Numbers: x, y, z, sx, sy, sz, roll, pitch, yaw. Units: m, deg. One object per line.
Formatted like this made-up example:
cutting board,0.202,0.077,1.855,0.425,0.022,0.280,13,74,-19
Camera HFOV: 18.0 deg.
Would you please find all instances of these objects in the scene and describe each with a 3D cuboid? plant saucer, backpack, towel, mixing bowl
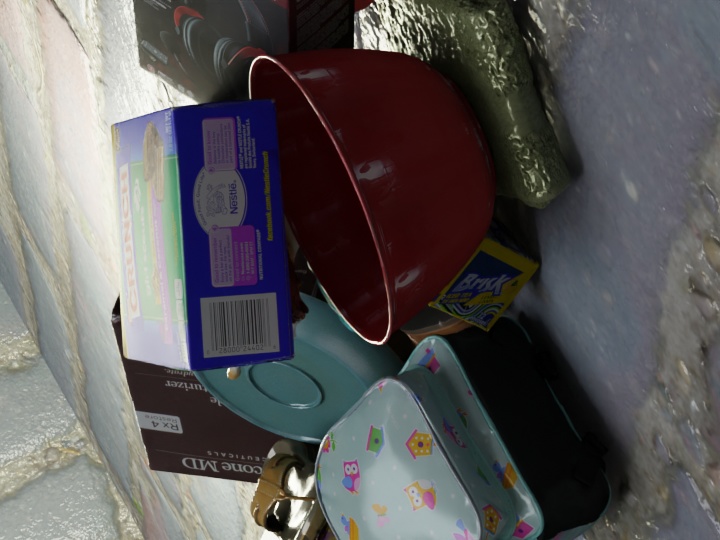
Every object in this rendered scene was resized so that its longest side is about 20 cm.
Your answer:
plant saucer,-0.055,0.080,1.764,0.199,0.028,0.201,16,148,11
backpack,0.057,0.155,1.623,0.176,0.153,0.200,58,140,17
towel,0.069,-0.123,1.484,0.200,0.036,0.149,30,142,66
mixing bowl,0.019,-0.064,1.465,0.201,0.108,0.200,59,165,28

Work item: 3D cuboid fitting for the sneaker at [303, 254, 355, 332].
sneaker,0.000,0.000,1.700,0.200,0.077,0.080,-52,-59,-76

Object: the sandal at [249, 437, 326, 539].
sandal,-0.060,0.171,1.778,0.081,0.054,0.200,-67,16,4

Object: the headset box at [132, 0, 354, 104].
headset box,-0.081,-0.192,1.546,0.148,0.075,0.200,33,149,21

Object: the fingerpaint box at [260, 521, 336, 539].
fingerpaint box,0.040,0.232,1.839,0.199,0.074,0.167,25,172,-14

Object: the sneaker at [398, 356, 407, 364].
sneaker,0.083,0.164,1.793,0.109,0.070,0.200,91,156,-48

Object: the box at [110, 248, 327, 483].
box,-0.097,0.055,1.923,0.201,0.165,0.165,82,-162,-46

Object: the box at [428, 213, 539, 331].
box,0.037,-0.049,1.600,0.070,0.064,0.200,24,-161,-47

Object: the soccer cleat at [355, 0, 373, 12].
soccer cleat,-0.026,-0.269,1.548,0.077,0.066,0.201,-78,-26,-46

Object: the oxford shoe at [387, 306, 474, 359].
oxford shoe,0.062,0.034,1.720,0.071,0.071,0.200,37,165,-13

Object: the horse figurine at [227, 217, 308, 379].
horse figurine,-0.063,-0.018,1.617,0.133,0.050,0.201,109,169,-53

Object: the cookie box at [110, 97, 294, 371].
cookie box,-0.110,-0.023,1.526,0.200,0.075,0.172,180,86,-73
